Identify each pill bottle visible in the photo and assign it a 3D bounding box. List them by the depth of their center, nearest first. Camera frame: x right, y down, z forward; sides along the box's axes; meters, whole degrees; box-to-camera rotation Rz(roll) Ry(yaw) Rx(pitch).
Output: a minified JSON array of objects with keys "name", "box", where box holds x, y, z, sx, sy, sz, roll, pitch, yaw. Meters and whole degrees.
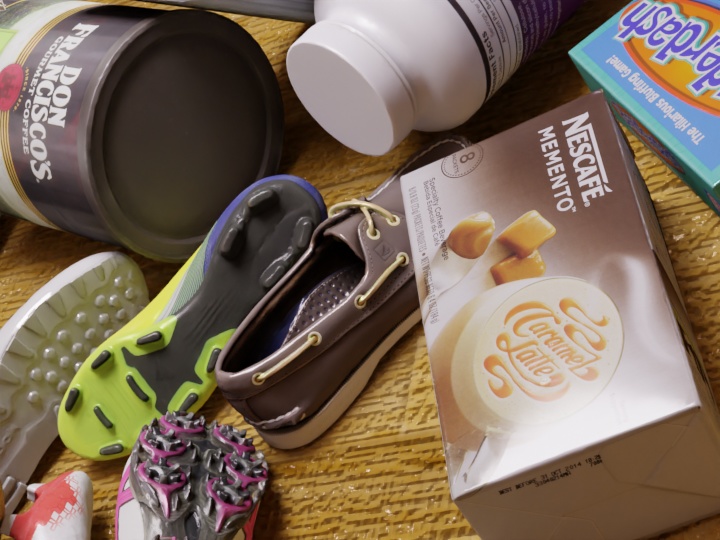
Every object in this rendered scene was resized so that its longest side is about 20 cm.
[{"name":"pill bottle","box":[0.052,-0.155,0.929,0.112,0.113,0.200,19,55,46]}]

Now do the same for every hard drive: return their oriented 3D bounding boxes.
[{"name":"hard drive","box":[-0.062,-0.165,1.001,0.132,0.200,0.026,14,100,44]}]

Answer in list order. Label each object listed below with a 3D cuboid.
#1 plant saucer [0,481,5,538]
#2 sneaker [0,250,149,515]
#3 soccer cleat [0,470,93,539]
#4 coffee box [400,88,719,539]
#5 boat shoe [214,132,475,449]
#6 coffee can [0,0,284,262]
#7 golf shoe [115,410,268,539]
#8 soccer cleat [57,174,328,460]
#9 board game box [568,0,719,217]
[{"name":"plant saucer","box":[-0.262,0.182,0.896,0.199,0.048,0.201,4,82,41]},{"name":"sneaker","box":[-0.205,0.065,0.984,0.200,0.076,0.080,-51,35,-13]},{"name":"soccer cleat","box":[-0.149,0.182,0.843,0.085,0.069,0.200,7,37,3]},{"name":"coffee box","box":[0.093,0.026,0.775,0.114,0.080,0.200,-22,44,15]},{"name":"boat shoe","box":[0.000,0.000,0.891,0.200,0.060,0.072,-50,41,-12]},{"name":"coffee can","box":[-0.166,-0.093,1.039,0.200,0.146,0.147,13,63,45]},{"name":"golf shoe","box":[-0.091,0.144,0.818,0.200,0.072,0.092,-93,24,-62]},{"name":"soccer cleat","box":[-0.090,0.029,0.947,0.200,0.065,0.084,-48,0,5]},{"name":"board game box","box":[0.224,-0.126,0.845,0.200,0.045,0.152,-39,40,3]}]
